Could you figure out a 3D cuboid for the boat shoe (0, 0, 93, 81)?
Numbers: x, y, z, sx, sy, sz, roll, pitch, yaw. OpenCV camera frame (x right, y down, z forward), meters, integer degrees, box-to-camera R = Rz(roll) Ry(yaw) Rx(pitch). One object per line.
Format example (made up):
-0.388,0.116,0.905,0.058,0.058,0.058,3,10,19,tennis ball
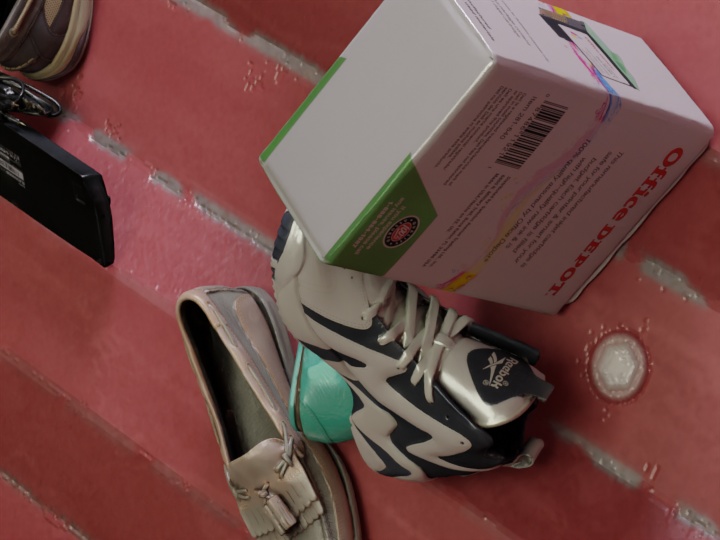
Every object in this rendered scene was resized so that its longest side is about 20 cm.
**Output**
-0.208,-0.226,1.764,0.074,0.073,0.202,3,86,39,boat shoe

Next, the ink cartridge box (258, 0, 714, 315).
0.069,-0.066,1.436,0.145,0.199,0.084,-50,54,23,ink cartridge box

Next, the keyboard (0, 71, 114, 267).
-0.219,-0.087,1.773,0.200,0.040,0.105,32,143,35,keyboard

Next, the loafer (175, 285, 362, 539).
-0.062,0.100,1.608,0.072,0.063,0.201,-35,63,31,loafer

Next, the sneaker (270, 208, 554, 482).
0.039,0.039,1.471,0.129,0.080,0.200,4,128,35,sneaker

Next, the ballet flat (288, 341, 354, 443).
0.000,0.000,1.581,0.070,0.067,0.202,1,84,15,ballet flat
